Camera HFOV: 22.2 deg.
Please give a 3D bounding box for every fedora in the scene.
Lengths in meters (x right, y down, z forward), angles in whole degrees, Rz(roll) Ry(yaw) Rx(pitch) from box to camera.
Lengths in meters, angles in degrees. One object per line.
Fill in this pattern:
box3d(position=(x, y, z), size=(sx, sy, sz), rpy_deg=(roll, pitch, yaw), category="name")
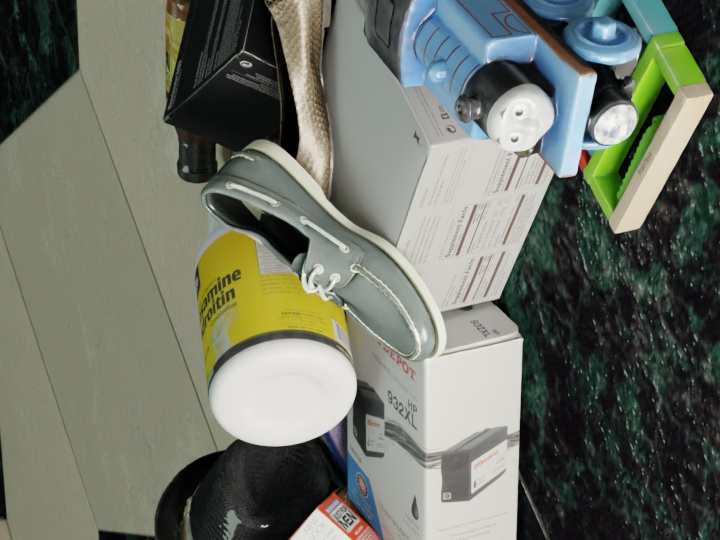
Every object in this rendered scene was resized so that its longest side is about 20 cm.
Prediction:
box3d(position=(-0.075, 0.193, 1.530), size=(0.201, 0.199, 0.092), rpy_deg=(57, 140, 42), category="fedora")

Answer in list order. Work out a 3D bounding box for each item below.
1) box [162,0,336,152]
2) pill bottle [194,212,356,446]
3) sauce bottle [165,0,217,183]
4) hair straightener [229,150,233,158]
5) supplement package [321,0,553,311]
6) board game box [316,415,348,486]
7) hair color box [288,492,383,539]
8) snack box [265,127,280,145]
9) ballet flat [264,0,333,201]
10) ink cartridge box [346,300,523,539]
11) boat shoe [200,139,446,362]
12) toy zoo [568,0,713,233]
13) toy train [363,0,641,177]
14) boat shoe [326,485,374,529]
box3d(position=(-0.071, -0.210, 1.396), size=(0.141, 0.078, 0.202), rpy_deg=(-27, 47, 54), category="box")
box3d(position=(-0.069, 0.026, 1.407), size=(0.201, 0.111, 0.113), rpy_deg=(-102, 16, -44), category="pill bottle")
box3d(position=(-0.158, -0.179, 1.775), size=(0.066, 0.066, 0.201), rpy_deg=(-130, 37, -49), category="sauce bottle")
box3d(position=(-0.082, -0.102, 1.624), size=(0.041, 0.077, 0.202), rpy_deg=(2, 87, 48), category="hair straightener")
box3d(position=(0.044, -0.088, 1.270), size=(0.201, 0.110, 0.156), rpy_deg=(109, 143, -51), category="supplement package")
box3d(position=(-0.042, 0.096, 1.568), size=(0.200, 0.041, 0.201), rpy_deg=(48, 166, 52), category="board game box")
box3d(position=(0.012, 0.283, 1.412), size=(0.200, 0.111, 0.064), rpy_deg=(42, -168, 7), category="hair color box")
box3d(position=(-0.017, -0.159, 1.390), size=(0.200, 0.024, 0.072), rpy_deg=(-54, 46, 28), category="snack box")
box3d(position=(-0.047, -0.123, 1.266), size=(0.067, 0.046, 0.202), rpy_deg=(-133, 39, -56), category="ballet flat")
box3d(position=(0.053, 0.112, 1.383), size=(0.145, 0.083, 0.202), rpy_deg=(-134, 38, -55), category="ink cartridge box")
box3d(position=(-0.027, -0.003, 1.234), size=(0.200, 0.062, 0.073), rpy_deg=(45, 143, 15), category="boat shoe")
box3d(position=(0.142, -0.141, 1.124), size=(0.132, 0.020, 0.201), rpy_deg=(110, 142, -53), category="toy zoo")
box3d(position=(0.083, -0.132, 1.091), size=(0.200, 0.113, 0.087), rpy_deg=(-124, 31, -45), category="toy train")
box3d(position=(0.047, 0.252, 1.475), size=(0.201, 0.072, 0.068), rpy_deg=(56, 139, 4), category="boat shoe")
